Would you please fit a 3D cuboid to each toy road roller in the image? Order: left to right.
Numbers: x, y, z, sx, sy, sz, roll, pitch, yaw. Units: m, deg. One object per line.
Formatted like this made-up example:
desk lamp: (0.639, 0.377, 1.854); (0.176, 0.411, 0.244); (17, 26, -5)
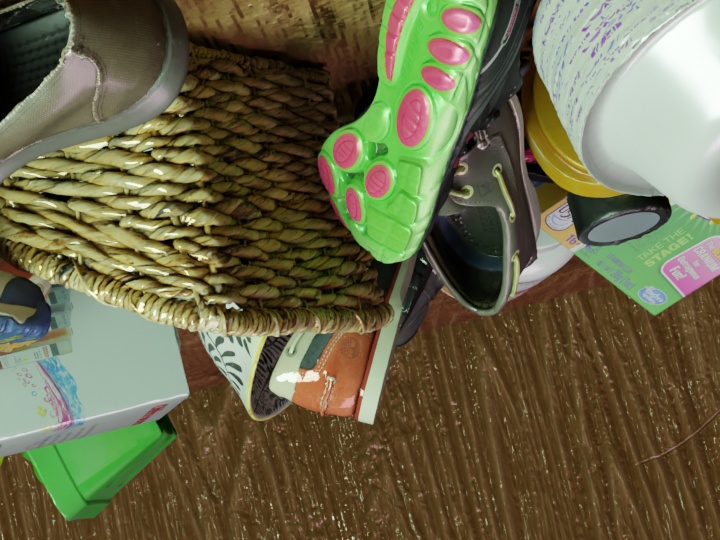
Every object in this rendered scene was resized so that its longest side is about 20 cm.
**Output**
toy road roller: (0.187, -0.102, 1.028); (0.198, 0.124, 0.146); (-14, 162, 2)

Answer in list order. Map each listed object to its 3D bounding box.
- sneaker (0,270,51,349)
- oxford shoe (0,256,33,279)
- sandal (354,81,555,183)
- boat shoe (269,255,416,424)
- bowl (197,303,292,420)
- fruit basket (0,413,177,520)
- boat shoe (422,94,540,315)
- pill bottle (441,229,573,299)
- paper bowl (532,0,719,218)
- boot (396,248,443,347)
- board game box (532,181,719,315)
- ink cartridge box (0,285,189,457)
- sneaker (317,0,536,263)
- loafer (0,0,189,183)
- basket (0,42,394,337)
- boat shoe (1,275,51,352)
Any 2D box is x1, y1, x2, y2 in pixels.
sneaker: (-0.232, -0.013, 0.857); (0.199, 0.089, 0.075); (13, 156, -34)
oxford shoe: (-0.214, -0.033, 1.014); (0.071, 0.073, 0.200); (-24, -166, -11)
sandal: (0.090, -0.092, 1.113); (0.199, 0.076, 0.045); (-7, 159, -34)
boat shoe: (0.000, 0.000, 1.085); (0.062, 0.201, 0.071); (13, 142, 4)
bowl: (-0.054, -0.012, 1.209); (0.094, 0.202, 0.201); (29, -176, 14)
fruit basket: (-0.263, 0.100, 1.375); (0.214, 0.217, 0.156); (-14, 174, 0)
boat shoe: (0.054, -0.052, 1.023); (0.072, 0.061, 0.202); (3, 146, 23)
pill bottle: (0.106, -0.042, 1.374); (0.111, 0.113, 0.200); (-13, 173, -9)
paper bowl: (0.186, -0.099, 0.846); (0.199, 0.105, 0.201); (-19, 155, -9)
boot: (0.051, -0.037, 1.229); (0.200, 0.070, 0.132); (-52, 171, 10)
board game box: (0.228, -0.066, 1.224); (0.199, 0.041, 0.153); (-35, 134, 25)
ink cartridge box: (-0.231, 0.046, 1.240); (0.199, 0.146, 0.145); (-12, 172, -18)
sneaker: (0.040, -0.076, 0.901); (0.083, 0.077, 0.200); (-24, 155, -35)
loafer: (-0.166, -0.074, 0.767); (0.199, 0.074, 0.071); (-23, 160, 26)
basket: (-0.095, -0.022, 0.956); (0.142, 0.150, 0.200); (-17, 174, 24)
boat shoe: (-0.223, 0.017, 1.104); (0.071, 0.065, 0.200); (-2, -151, 38)
